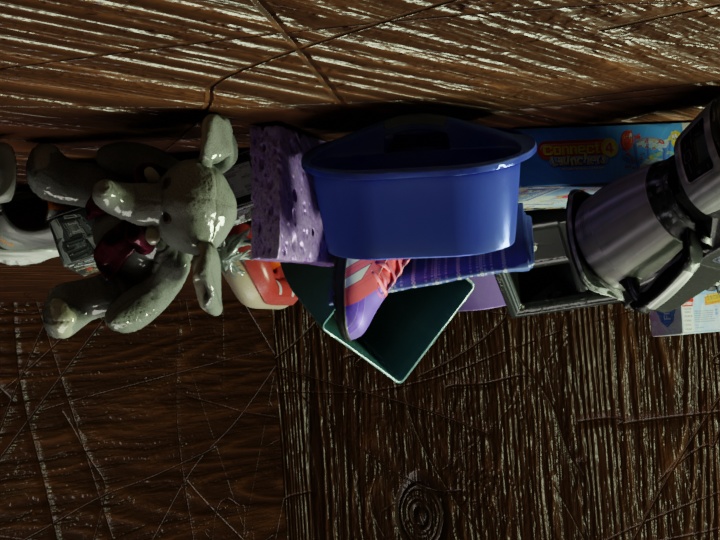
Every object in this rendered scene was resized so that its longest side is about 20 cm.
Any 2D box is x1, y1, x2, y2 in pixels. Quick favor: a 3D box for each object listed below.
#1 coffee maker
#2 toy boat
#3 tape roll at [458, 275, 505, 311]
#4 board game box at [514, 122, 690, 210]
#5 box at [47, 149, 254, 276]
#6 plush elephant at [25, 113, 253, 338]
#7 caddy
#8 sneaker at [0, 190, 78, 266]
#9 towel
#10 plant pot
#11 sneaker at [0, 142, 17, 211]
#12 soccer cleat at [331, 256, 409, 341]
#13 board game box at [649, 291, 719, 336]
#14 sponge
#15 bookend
[{"bbox_3d":[0.311,-0.060,1.155,0.190,0.136,0.200,-11,163,-41],"label":"coffee maker"},{"bbox_3d":[-0.122,-0.026,1.801,0.130,0.131,0.200,-36,169,12],"label":"toy boat"},{"bbox_3d":[0.171,-0.021,1.772,0.197,0.086,0.200,-11,-163,3],"label":"tape roll"},{"bbox_3d":[0.217,-0.101,1.307,0.193,0.057,0.200,-4,176,-12],"label":"board game box"},{"bbox_3d":[-0.191,-0.052,1.264,0.197,0.050,0.158,-19,179,-6],"label":"box"},{"bbox_3d":[-0.163,-0.041,1.039,0.197,0.167,0.155,3,161,-18],"label":"plush elephant"},{"bbox_3d":[0.050,-0.080,1.093,0.197,0.107,0.142,-2,-160,8],"label":"caddy"},{"bbox_3d":[-0.294,-0.053,1.359,0.198,0.075,0.080,-9,155,-26],"label":"sneaker"},{"bbox_3d":[0.070,-0.014,1.262,0.197,0.024,0.145,-11,-157,9],"label":"towel"},{"bbox_3d":[0.000,0.000,1.498,0.141,0.142,0.200,37,-178,-37],"label":"plant pot"},{"bbox_3d":[-0.367,-0.066,1.089,0.088,0.075,0.199,-1,166,-38],"label":"sneaker"},{"bbox_3d":[0.022,-0.023,1.192,0.072,0.202,0.069,5,143,12],"label":"soccer cleat"},{"bbox_3d":[0.378,-0.031,1.459,0.041,0.203,0.199,-6,175,38],"label":"board game box"},{"bbox_3d":[-0.046,-0.062,1.166,0.029,0.113,0.200,-3,177,19],"label":"sponge"},{"bbox_3d":[0.247,-0.042,1.484,0.197,0.093,0.199,-9,149,13],"label":"bookend"}]
